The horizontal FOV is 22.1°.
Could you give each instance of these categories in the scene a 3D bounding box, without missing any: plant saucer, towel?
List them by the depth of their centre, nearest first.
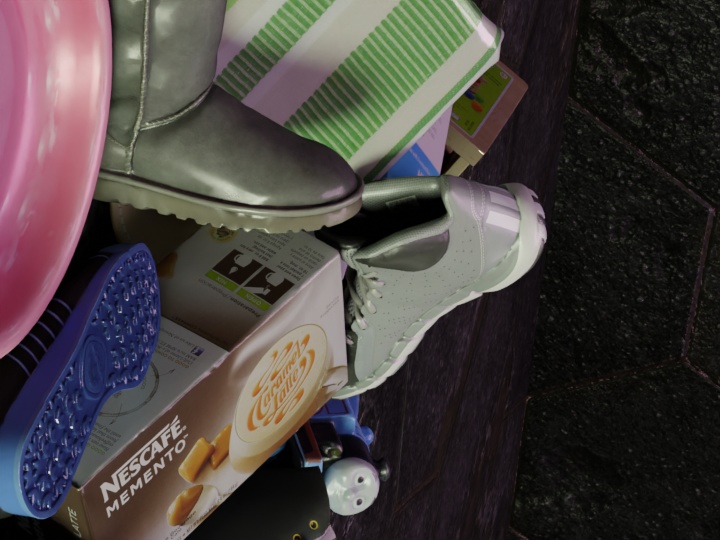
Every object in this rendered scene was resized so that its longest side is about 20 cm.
[{"bbox_3d":[-0.167,-0.060,0.798,0.201,0.051,0.201,13,90,-79],"label":"plant saucer"},{"bbox_3d":[-0.032,-0.123,0.977,0.153,0.200,0.023,-44,-142,17],"label":"towel"}]

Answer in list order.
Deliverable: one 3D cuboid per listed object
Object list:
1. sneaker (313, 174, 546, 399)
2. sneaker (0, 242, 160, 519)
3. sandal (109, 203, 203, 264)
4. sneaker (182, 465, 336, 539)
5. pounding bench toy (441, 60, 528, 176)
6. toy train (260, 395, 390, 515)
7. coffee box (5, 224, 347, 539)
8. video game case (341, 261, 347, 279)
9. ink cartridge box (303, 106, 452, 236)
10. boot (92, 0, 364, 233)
[{"bbox_3d":[0.000,0.000,1.056,0.115,0.200,0.075,18,44,-43],"label":"sneaker"},{"bbox_3d":[-0.157,0.046,0.880,0.200,0.078,0.070,-64,149,-58],"label":"sneaker"},{"bbox_3d":[-0.072,-0.099,1.048,0.212,0.078,0.070,-60,-168,-23],"label":"sandal"},{"bbox_3d":[-0.063,0.181,1.015,0.075,0.106,0.200,89,-4,-46],"label":"sneaker"},{"bbox_3d":[-0.016,-0.120,1.316,0.156,0.200,0.124,-48,-176,33],"label":"pounding bench toy"},{"bbox_3d":[-0.050,0.106,1.252,0.200,0.114,0.087,-118,-154,-60],"label":"toy train"},{"bbox_3d":[-0.100,0.069,0.995,0.200,0.080,0.114,-42,147,-31],"label":"coffee box"},{"bbox_3d":[-0.068,-0.016,1.151,0.143,0.018,0.200,40,47,-29],"label":"video game case"},{"bbox_3d":[-0.003,-0.122,1.141,0.067,0.116,0.200,46,49,-50],"label":"ink cartridge box"},{"bbox_3d":[-0.074,-0.124,0.897,0.073,0.181,0.200,-98,-163,-65],"label":"boot"}]
